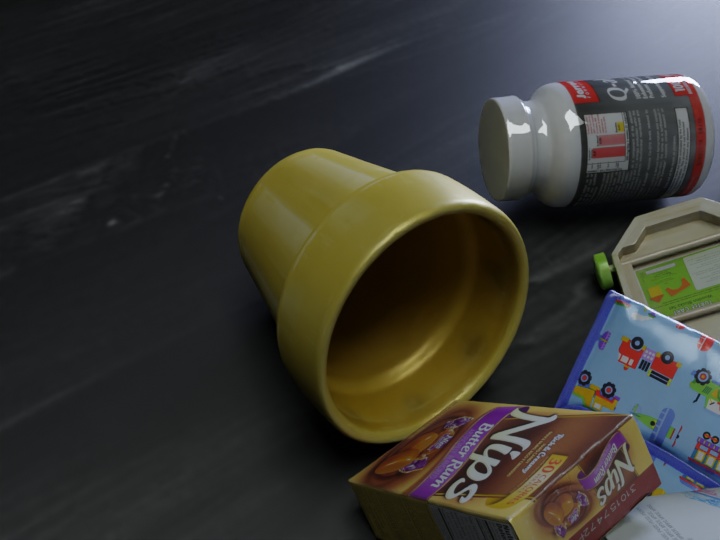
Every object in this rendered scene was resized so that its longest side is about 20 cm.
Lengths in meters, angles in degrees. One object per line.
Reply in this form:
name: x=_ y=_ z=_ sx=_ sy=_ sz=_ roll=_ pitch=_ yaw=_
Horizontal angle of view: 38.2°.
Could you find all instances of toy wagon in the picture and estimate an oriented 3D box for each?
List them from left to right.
toy wagon: x=0.292 y=0.026 z=0.888 sx=0.153 sy=0.040 sz=0.202 roll=-17 pitch=51 yaw=10

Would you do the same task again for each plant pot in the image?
plant pot: x=0.000 y=0.000 z=0.821 sx=0.199 sy=0.203 sz=0.188 roll=-26 pitch=42 yaw=-24

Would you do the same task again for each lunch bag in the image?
lunch bag: x=0.209 y=0.145 z=0.770 sx=0.149 sy=0.094 sz=0.202 roll=26 pitch=81 yaw=24

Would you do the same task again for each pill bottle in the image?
pill bottle: x=0.219 y=-0.121 z=0.978 sx=0.196 sy=0.117 sz=0.117 roll=-6 pitch=51 yaw=-10

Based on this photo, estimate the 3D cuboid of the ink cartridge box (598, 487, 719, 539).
ink cartridge box: x=0.245 y=0.224 z=0.636 sx=0.196 sy=0.148 sz=0.145 roll=-6 pitch=9 yaw=-4

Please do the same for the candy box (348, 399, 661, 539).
candy box: x=0.090 y=0.144 z=0.707 sx=0.116 sy=0.199 sz=0.057 roll=-32 pitch=103 yaw=-27
